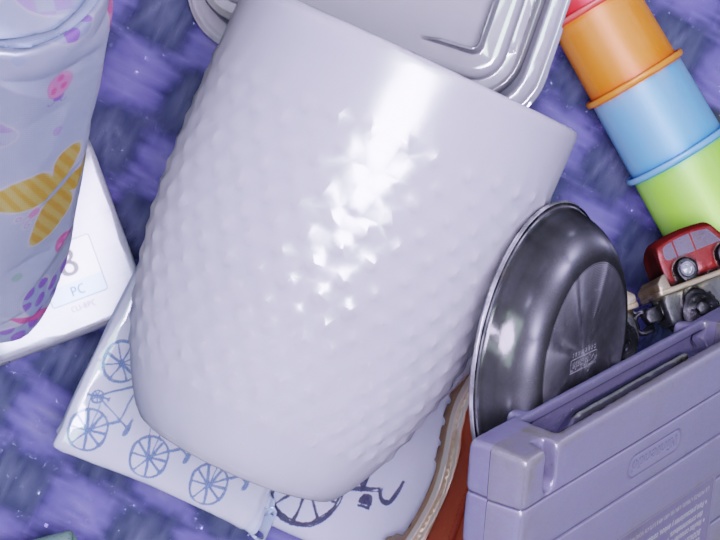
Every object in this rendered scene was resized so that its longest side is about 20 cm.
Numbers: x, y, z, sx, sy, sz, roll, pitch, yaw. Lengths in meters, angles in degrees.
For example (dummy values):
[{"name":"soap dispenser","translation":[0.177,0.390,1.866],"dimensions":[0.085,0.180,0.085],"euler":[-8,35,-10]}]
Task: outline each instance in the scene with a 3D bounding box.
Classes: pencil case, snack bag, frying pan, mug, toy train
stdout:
[{"name":"pencil case","translation":[-0.150,-0.056,0.860],"dimensions":[0.091,0.201,0.083],"euler":[38,54,16]},{"name":"snack bag","translation":[-0.012,0.033,0.989],"dimensions":[0.199,0.021,0.189],"euler":[27,89,-21]},{"name":"frying pan","translation":[0.066,0.067,0.875],"dimensions":[0.031,0.115,0.191],"euler":[12,83,29]},{"name":"mug","translation":[0.000,0.000,0.912],"dimensions":[0.147,0.200,0.176],"euler":[28,95,36]},{"name":"toy train","translation":[0.147,0.002,0.961],"dimensions":[0.199,0.034,0.046],"euler":[-20,87,-11]}]

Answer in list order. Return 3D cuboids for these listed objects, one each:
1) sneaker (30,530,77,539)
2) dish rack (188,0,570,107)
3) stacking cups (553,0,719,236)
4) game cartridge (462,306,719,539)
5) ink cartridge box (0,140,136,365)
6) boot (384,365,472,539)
[{"name":"sneaker","translation":[-0.137,0.214,0.971],"dimensions":[0.117,0.074,0.202],"euler":[-17,91,0]},{"name":"dish rack","translation":[0.022,-0.178,0.977],"dimensions":[0.171,0.044,0.201],"euler":[19,88,10]},{"name":"stacking cups","translation":[0.139,-0.071,1.010],"dimensions":[0.060,0.061,0.201],"euler":[-28,93,-6]},{"name":"game cartridge","translation":[0.100,0.099,0.882],"dimensions":[0.038,0.200,0.131],"euler":[21,115,31]},{"name":"ink cartridge box","translation":[-0.200,-0.049,0.971],"dimensions":[0.159,0.047,0.201],"euler":[-20,96,-6]},{"name":"boot","translation":[0.075,0.109,0.974],"dimensions":[0.075,0.107,0.201],"euler":[26,90,-31]}]
